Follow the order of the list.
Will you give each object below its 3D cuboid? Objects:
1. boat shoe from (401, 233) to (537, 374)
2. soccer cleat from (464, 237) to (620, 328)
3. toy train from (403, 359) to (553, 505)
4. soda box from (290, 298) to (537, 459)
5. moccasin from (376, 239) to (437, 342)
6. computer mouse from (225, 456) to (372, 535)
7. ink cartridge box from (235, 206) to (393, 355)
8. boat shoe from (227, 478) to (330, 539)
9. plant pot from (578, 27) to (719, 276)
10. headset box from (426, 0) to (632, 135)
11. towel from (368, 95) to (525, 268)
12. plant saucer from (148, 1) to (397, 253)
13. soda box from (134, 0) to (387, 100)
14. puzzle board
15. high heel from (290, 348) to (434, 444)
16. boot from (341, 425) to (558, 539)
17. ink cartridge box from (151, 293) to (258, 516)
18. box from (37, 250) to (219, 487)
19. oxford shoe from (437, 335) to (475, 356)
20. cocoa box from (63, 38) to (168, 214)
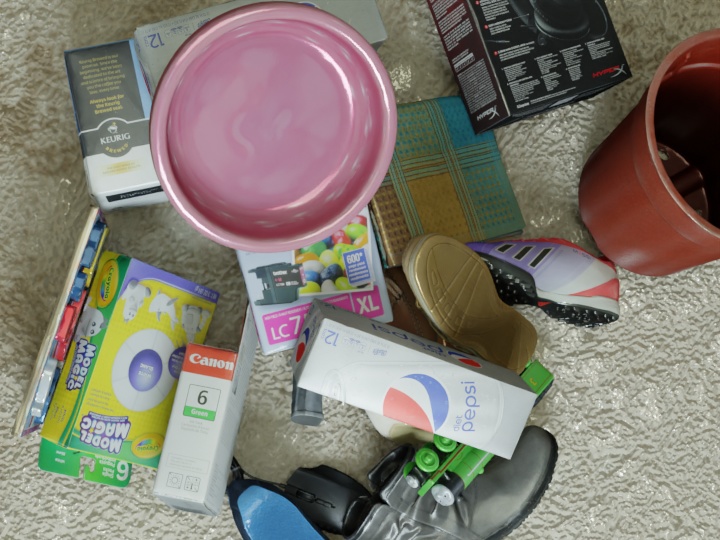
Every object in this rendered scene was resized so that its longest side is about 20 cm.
[{"bbox_3d":[0.083,0.030,1.136,0.074,0.069,0.200,-56,135,-14],"label":"boat shoe"},{"bbox_3d":[0.165,-0.003,1.211,0.199,0.068,0.074,17,68,-30],"label":"soccer cleat"},{"bbox_3d":[0.111,0.142,1.170,0.056,0.042,0.200,42,51,8],"label":"toy train"},{"bbox_3d":[0.044,0.092,1.086,0.199,0.068,0.064,21,99,-13],"label":"soda box"},{"bbox_3d":[0.001,-0.001,1.184,0.078,0.074,0.202,-22,81,-46],"label":"moccasin"},{"bbox_3d":[-0.077,0.200,1.200,0.199,0.034,0.059,19,84,-5],"label":"computer mouse"},{"bbox_3d":[-0.051,-0.039,1.100,0.119,0.042,0.201,-14,99,-6],"label":"ink cartridge box"},{"bbox_3d":[-0.054,0.260,1.174,0.084,0.069,0.201,-32,116,-18],"label":"boat shoe"},{"bbox_3d":[0.306,-0.089,1.178,0.200,0.195,0.202,4,74,-15],"label":"plant pot"},{"bbox_3d":[0.151,-0.250,1.226,0.148,0.077,0.201,-20,88,-24],"label":"headset box"},{"bbox_3d":[0.069,-0.087,1.189,0.199,0.022,0.147,-15,87,-46],"label":"towel"},{"bbox_3d":[-0.071,-0.115,1.021,0.199,0.051,0.202,-7,113,-17],"label":"plant saucer"},{"bbox_3d":[-0.084,-0.190,1.070,0.199,0.063,0.069,-19,90,-11],"label":"soda box"},{"bbox_3d":[-0.257,0.047,1.127,0.017,0.151,0.201,19,83,-6],"label":"puzzle board"},{"bbox_3d":[0.029,0.086,1.215,0.199,0.071,0.143,12,62,-20],"label":"high heel"},{"bbox_3d":[0.085,0.199,1.187,0.132,0.070,0.200,42,80,-20],"label":"boot"},{"bbox_3d":[-0.134,0.113,1.150,0.050,0.109,0.201,10,74,3],"label":"ink cartridge box"},{"bbox_3d":[-0.209,0.095,1.152,0.117,0.048,0.201,24,83,-48],"label":"box"},{"bbox_3d":[0.064,0.009,1.215,0.071,0.071,0.201,-19,90,-10],"label":"oxford shoe"},{"bbox_3d":[-0.155,-0.141,1.163,0.199,0.133,0.132,-12,87,-8],"label":"cocoa box"}]
